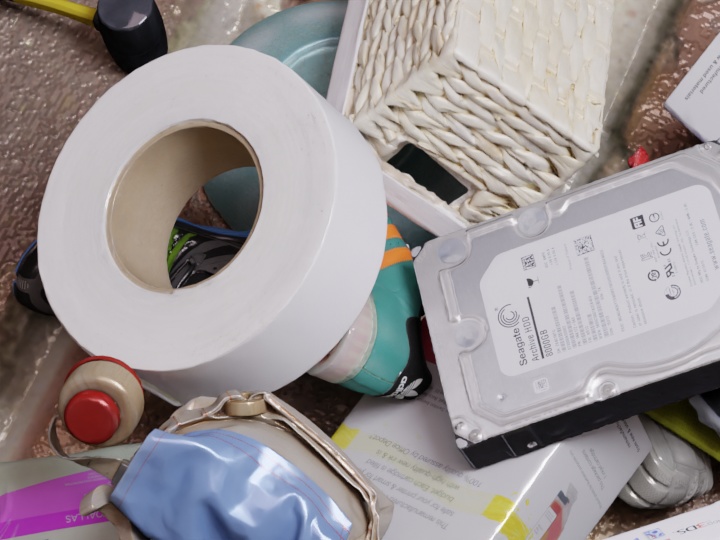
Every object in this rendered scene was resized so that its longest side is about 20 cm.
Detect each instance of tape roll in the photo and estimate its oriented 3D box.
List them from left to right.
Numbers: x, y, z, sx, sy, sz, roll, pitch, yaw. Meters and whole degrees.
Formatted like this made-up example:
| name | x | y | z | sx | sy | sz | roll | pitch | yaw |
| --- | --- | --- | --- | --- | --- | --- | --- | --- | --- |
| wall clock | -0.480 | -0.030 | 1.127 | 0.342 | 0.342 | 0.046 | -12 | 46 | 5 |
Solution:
| name | x | y | z | sx | sy | sz | roll | pitch | yaw |
| --- | --- | --- | --- | --- | --- | --- | --- | --- | --- |
| tape roll | -0.087 | -0.025 | 1.339 | 0.202 | 0.071 | 0.203 | -10 | 67 | 24 |

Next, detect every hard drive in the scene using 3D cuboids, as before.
| name | x | y | z | sx | sy | sz | roll | pitch | yaw |
| --- | --- | --- | --- | --- | --- | --- | --- | --- | --- |
| hard drive | 0.137 | 0.017 | 1.315 | 0.199 | 0.038 | 0.140 | -19 | 58 | 12 |

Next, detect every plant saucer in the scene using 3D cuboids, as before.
| name | x | y | z | sx | sy | sz | roll | pitch | yaw |
| --- | --- | --- | --- | --- | --- | --- | --- | --- | --- |
| plant saucer | -0.011 | -0.096 | 1.507 | 0.200 | 0.039 | 0.202 | 2 | 68 | -4 |

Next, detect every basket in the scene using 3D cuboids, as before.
| name | x | y | z | sx | sy | sz | roll | pitch | yaw |
| --- | --- | --- | --- | --- | --- | --- | --- | --- | --- |
| basket | 0.072 | -0.135 | 1.432 | 0.135 | 0.123 | 0.201 | 33 | 42 | -22 |

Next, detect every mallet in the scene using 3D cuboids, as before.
| name | x | y | z | sx | sy | sz | roll | pitch | yaw |
| --- | --- | --- | --- | --- | --- | --- | --- | --- | --- |
| mallet | -0.221 | -0.186 | 1.516 | 0.199 | 0.066 | 0.041 | 21 | 69 | 5 |

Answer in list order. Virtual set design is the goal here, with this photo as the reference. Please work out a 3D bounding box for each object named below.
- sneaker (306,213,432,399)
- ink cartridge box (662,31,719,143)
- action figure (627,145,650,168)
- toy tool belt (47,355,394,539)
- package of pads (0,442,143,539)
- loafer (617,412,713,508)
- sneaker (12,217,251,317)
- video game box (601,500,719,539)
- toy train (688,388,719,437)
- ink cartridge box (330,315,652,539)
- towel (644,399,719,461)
| name | x | y | z | sx | sy | sz | roll | pitch | yaw |
| --- | --- | --- | --- | --- | --- | --- | --- | --- | --- |
| sneaker | 0.000 | 0.000 | 1.406 | 0.080 | 0.071 | 0.201 | 27 | 38 | -30 |
| ink cartridge box | 0.311 | -0.079 | 1.459 | 0.200 | 0.085 | 0.144 | 45 | 30 | 12 |
| action figure | 0.165 | -0.043 | 1.442 | 0.200 | 0.065 | 0.052 | -25 | 78 | -44 |
| toy tool belt | -0.084 | 0.124 | 1.236 | 0.199 | 0.123 | 0.125 | 29 | 112 | -2 |
| package of pads | -0.137 | 0.202 | 1.344 | 0.154 | 0.068 | 0.201 | -9 | 68 | 12 |
| loafer | 0.160 | 0.059 | 1.448 | 0.070 | 0.070 | 0.201 | 3 | 57 | -42 |
| sneaker | -0.116 | 0.009 | 1.429 | 0.198 | 0.071 | 0.083 | 6 | 27 | -3 |
| video game box | 0.151 | 0.247 | 1.304 | 0.181 | 0.047 | 0.201 | -17 | 114 | -16 |
| toy train | 0.259 | 0.012 | 1.358 | 0.200 | 0.085 | 0.114 | -41 | 85 | 9 |
| ink cartridge box | 0.053 | 0.134 | 1.363 | 0.145 | 0.084 | 0.200 | 22 | 64 | 41 |
| towel | 0.224 | 0.080 | 1.415 | 0.199 | 0.018 | 0.086 | 31 | 46 | -11 |
